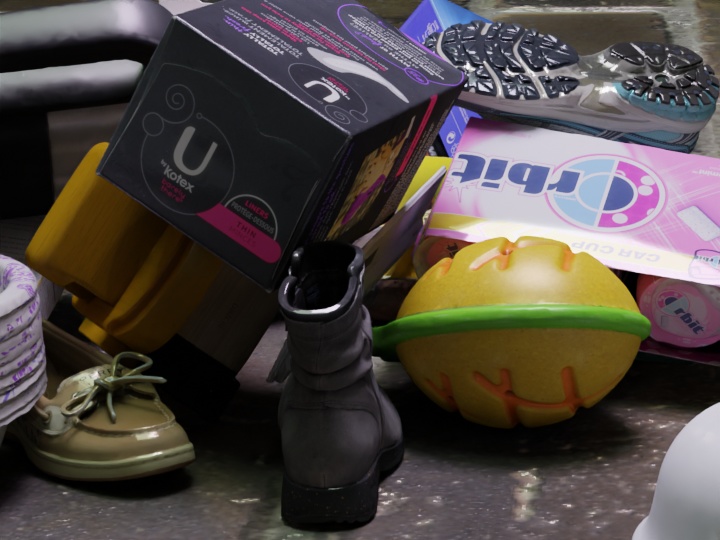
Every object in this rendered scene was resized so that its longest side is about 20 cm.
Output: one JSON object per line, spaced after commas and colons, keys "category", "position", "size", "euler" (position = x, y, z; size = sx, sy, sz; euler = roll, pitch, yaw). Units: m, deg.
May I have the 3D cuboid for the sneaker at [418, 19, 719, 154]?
{"category": "sneaker", "position": [0.121, -0.096, 1.634], "size": [0.199, 0.087, 0.078], "euler": [8, 39, -4]}

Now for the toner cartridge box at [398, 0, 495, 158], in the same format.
{"category": "toner cartridge box", "position": [0.098, -0.104, 1.832], "size": [0.095, 0.043, 0.201], "euler": [19, 35, -36]}

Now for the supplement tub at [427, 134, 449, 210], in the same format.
{"category": "supplement tub", "position": [0.031, -0.056, 1.866], "size": [0.199, 0.108, 0.107], "euler": [-11, 17, -34]}

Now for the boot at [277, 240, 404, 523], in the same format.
{"category": "boot", "position": [-0.011, 0.044, 1.393], "size": [0.069, 0.133, 0.200], "euler": [-2, 13, -2]}

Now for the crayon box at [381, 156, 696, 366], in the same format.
{"category": "crayon box", "position": [0.119, -0.009, 1.642], "size": [0.199, 0.051, 0.127], "euler": [7, 42, 8]}

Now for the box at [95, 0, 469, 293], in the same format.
{"category": "box", "position": [-0.040, -0.081, 1.455], "size": [0.122, 0.106, 0.200], "euler": [34, 22, 11]}

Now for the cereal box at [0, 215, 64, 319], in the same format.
{"category": "cereal box", "position": [-0.258, -0.015, 1.720], "size": [0.143, 0.040, 0.200], "euler": [6, 35, 12]}

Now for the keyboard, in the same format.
{"category": "keyboard", "position": [0.000, 0.000, 1.528], "size": [0.011, 0.057, 0.200], "euler": [28, 36, 11]}

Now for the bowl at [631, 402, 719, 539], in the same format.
{"category": "bowl", "position": [0.230, 0.096, 1.250], "size": [0.200, 0.091, 0.201], "euler": [-1, 14, 0]}

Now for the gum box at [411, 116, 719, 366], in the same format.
{"category": "gum box", "position": [0.136, -0.020, 1.563], "size": [0.199, 0.066, 0.114], "euler": [10, 43, 12]}

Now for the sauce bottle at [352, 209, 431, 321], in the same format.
{"category": "sauce bottle", "position": [0.030, -0.003, 1.733], "size": [0.066, 0.067, 0.200], "euler": [8, 15, 34]}

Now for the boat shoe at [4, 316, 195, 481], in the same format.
{"category": "boat shoe", "position": [-0.160, 0.070, 1.450], "size": [0.073, 0.063, 0.199], "euler": [-10, 17, -36]}

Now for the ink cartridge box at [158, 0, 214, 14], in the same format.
{"category": "ink cartridge box", "position": [-0.115, -0.119, 1.941], "size": [0.116, 0.201, 0.067], "euler": [5, 15, 24]}

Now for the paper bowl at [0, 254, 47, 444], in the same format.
{"category": "paper bowl", "position": [-0.266, 0.060, 1.394], "size": [0.199, 0.105, 0.201], "euler": [-6, 15, 1]}

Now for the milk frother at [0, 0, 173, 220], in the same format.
{"category": "milk frother", "position": [-0.181, -0.058, 1.651], "size": [0.187, 0.201, 0.181], "euler": [-6, -13, -7]}

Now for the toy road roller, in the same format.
{"category": "toy road roller", "position": [-0.127, -0.010, 1.532], "size": [0.146, 0.123, 0.200], "euler": [35, -4, -22]}

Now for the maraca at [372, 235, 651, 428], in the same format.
{"category": "maraca", "position": [0.072, 0.037, 1.483], "size": [0.199, 0.108, 0.137], "euler": [-8, -15, 42]}
